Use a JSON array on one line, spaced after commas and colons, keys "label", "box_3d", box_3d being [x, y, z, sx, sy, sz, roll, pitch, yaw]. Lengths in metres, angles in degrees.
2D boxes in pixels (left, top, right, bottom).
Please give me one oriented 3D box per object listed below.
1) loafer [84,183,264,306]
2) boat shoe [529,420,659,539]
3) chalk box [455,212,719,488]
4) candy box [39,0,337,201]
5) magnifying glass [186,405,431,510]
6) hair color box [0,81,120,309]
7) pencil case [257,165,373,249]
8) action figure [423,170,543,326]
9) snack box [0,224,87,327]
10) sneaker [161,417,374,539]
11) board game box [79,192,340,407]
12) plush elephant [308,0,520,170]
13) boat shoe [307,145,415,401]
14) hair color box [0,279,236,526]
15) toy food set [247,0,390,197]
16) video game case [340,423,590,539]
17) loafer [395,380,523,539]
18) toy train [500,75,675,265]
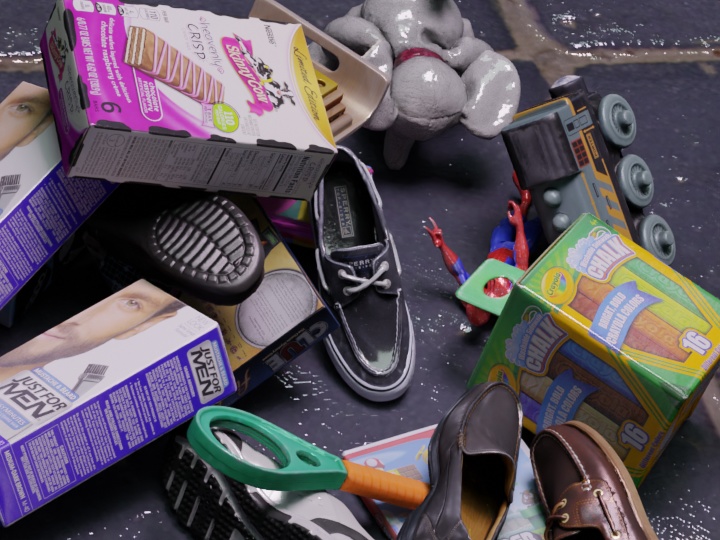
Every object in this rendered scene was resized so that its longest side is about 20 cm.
[{"label": "loafer", "box_3d": [-0.136, -0.020, 1.728, 0.073, 0.072, 0.199, -43, 45, -18]}, {"label": "boat shoe", "box_3d": [0.169, 0.189, 1.644, 0.070, 0.071, 0.200, -8, 46, -28]}, {"label": "chalk box", "box_3d": [0.171, 0.050, 1.765, 0.199, 0.124, 0.124, 34, 44, 11]}, {"label": "candy box", "box_3d": [-0.128, -0.129, 1.708, 0.199, 0.061, 0.137, 5, 49, -27]}, {"label": "magnifying glass", "box_3d": [-0.032, 0.139, 1.633, 0.199, 0.022, 0.080, 20, 20, -27]}, {"label": "hair color box", "box_3d": [-0.274, -0.046, 1.724, 0.109, 0.065, 0.200, 19, 56, 40]}, {"label": "pencil case", "box_3d": [-0.084, -0.068, 1.881, 0.198, 0.089, 0.089, 15, 41, 4]}, {"label": "action figure", "box_3d": [0.115, -0.039, 1.889, 0.065, 0.099, 0.201, -7, 36, 28]}, {"label": "snack box", "box_3d": [-0.275, -0.046, 1.838, 0.116, 0.037, 0.200, 25, 43, 13]}, {"label": "sneaker", "box_3d": [-0.063, 0.174, 1.642, 0.200, 0.074, 0.080, 41, 26, 28]}, {"label": "board game box", "box_3d": [-0.119, 0.007, 1.772, 0.135, 0.035, 0.200, -35, 53, 1]}, {"label": "plush elephant", "box_3d": [0.047, -0.163, 1.973, 0.163, 0.200, 0.156, 11, 59, -13]}, {"label": "boat shoe", "box_3d": [0.000, 0.000, 1.785, 0.071, 0.068, 0.202, -8, 74, -4]}, {"label": "hair color box", "box_3d": [-0.202, 0.090, 1.632, 0.199, 0.065, 0.109, -29, 33, -27]}, {"label": "toy food set", "box_3d": [-0.085, -0.147, 1.829, 0.143, 0.061, 0.200, 34, 42, 19]}, {"label": "video game case", "box_3d": [0.092, 0.190, 1.690, 0.142, 0.018, 0.200, -14, 48, -27]}, {"label": "loafer", "box_3d": [0.088, 0.151, 1.650, 0.073, 0.072, 0.201, 39, 43, -18]}, {"label": "toy train", "box_3d": [0.187, -0.057, 1.880, 0.085, 0.201, 0.114, -14, 8, 41]}]
